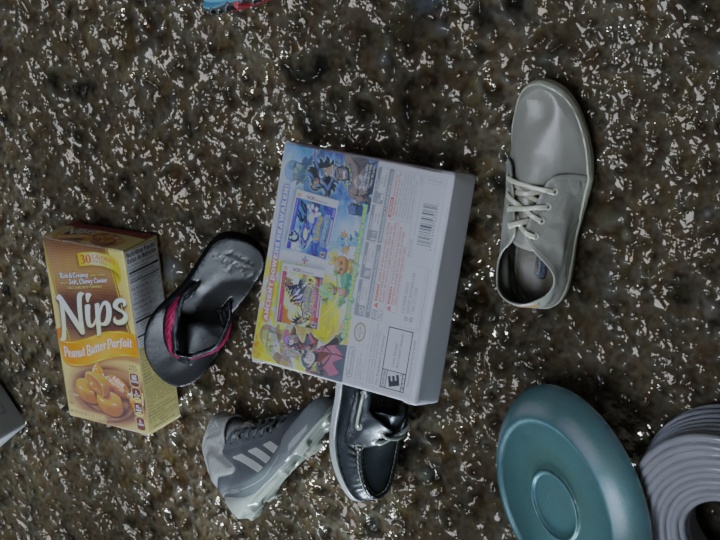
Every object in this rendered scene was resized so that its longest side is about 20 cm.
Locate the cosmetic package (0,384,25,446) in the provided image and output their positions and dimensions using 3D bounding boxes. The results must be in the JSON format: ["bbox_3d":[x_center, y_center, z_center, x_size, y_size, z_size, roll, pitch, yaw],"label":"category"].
[{"bbox_3d":[-0.517,0.177,2.011,0.200,0.165,0.166,-38,85,41],"label":"cosmetic package"}]

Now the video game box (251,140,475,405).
[{"bbox_3d":[0.000,0.000,1.564,0.181,0.047,0.202,13,97,31],"label":"video game box"}]

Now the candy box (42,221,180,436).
[{"bbox_3d":[-0.252,0.058,1.822,0.115,0.055,0.202,9,115,35],"label":"candy box"}]

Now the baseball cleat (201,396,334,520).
[{"bbox_3d":[-0.098,0.165,1.741,0.107,0.070,0.200,47,130,11],"label":"baseball cleat"}]

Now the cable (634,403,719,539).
[{"bbox_3d":[0.303,0.211,1.448,0.200,0.069,0.201,40,129,17],"label":"cable"}]

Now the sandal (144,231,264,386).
[{"bbox_3d":[-0.154,0.045,1.720,0.075,0.045,0.200,20,129,-16],"label":"sandal"}]

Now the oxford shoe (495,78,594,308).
[{"bbox_3d":[0.145,-0.056,1.460,0.075,0.058,0.202,19,119,33],"label":"oxford shoe"}]

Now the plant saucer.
[{"bbox_3d":[0.173,0.196,1.524,0.200,0.027,0.202,37,136,46],"label":"plant saucer"}]

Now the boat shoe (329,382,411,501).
[{"bbox_3d":[0.014,0.123,1.631,0.060,0.075,0.202,14,119,39],"label":"boat shoe"}]

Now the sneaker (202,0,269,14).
[{"bbox_3d":[-0.073,-0.278,1.516,0.199,0.079,0.096,-8,102,40],"label":"sneaker"}]
